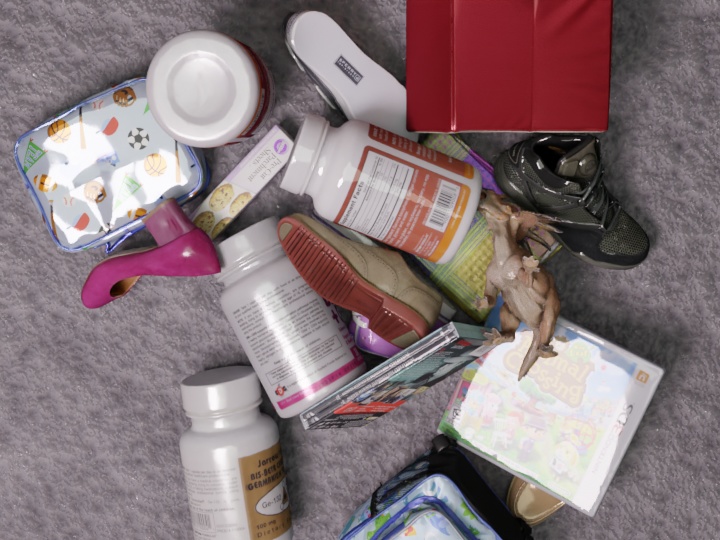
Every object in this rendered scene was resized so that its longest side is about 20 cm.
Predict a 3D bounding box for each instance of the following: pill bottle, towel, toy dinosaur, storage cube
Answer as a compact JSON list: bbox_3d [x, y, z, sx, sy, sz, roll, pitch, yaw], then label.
[{"bbox_3d":[-0.144,0.216,1.230,0.113,0.114,0.203,-8,97,2],"label":"pill bottle"},{"bbox_3d":[0.119,-0.050,1.237,0.200,0.023,0.144,42,97,-3],"label":"towel"},{"bbox_3d":[0.179,0.014,1.165,0.085,0.136,0.202,-8,115,28],"label":"toy dinosaur"},{"bbox_3d":[-0.085,0.050,1.205,0.113,0.113,0.201,-28,90,5],"label":"pill bottle"},{"bbox_3d":[0.020,-0.092,1.158,0.198,0.112,0.113,21,97,-8],"label":"pill bottle"},{"bbox_3d":[-0.149,-0.186,1.136,0.111,0.200,0.114,0,97,2],"label":"pill bottle"},{"bbox_3d":[0.146,-0.232,1.118,0.169,0.200,0.182,-2,99,-13],"label":"storage cube"}]

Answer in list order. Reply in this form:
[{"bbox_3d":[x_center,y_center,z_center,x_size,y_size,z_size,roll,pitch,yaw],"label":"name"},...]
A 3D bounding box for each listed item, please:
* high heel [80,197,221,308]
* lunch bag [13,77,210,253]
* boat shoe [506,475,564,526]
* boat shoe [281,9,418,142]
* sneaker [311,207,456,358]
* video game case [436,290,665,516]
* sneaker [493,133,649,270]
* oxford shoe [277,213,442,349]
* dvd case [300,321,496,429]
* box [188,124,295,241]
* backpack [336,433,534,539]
[{"bbox_3d":[-0.235,0.013,1.199,0.200,0.067,0.097,-40,84,39],"label":"high heel"},{"bbox_3d":[-0.276,-0.112,1.214,0.198,0.076,0.162,-25,99,4],"label":"lunch bag"},{"bbox_3d":[0.241,0.215,1.245,0.071,0.065,0.201,38,96,-3],"label":"boat shoe"},{"bbox_3d":[-0.013,-0.206,1.200,0.200,0.068,0.072,42,89,-25],"label":"boat shoe"},{"bbox_3d":[0.000,0.022,1.225,0.200,0.073,0.114,43,99,-4],"label":"sneaker"},{"bbox_3d":[0.208,0.145,1.209,0.199,0.022,0.184,27,100,17],"label":"video game case"},{"bbox_3d":[0.246,-0.076,1.179,0.199,0.114,0.076,39,68,-6],"label":"sneaker"},{"bbox_3d":[0.000,0.000,1.160,0.200,0.070,0.075,40,55,-5],"label":"oxford shoe"},{"bbox_3d":[0.047,0.117,1.181,0.199,0.146,0.022,-32,72,20],"label":"dvd case"},{"bbox_3d":[-0.148,-0.080,1.231,0.041,0.039,0.200,45,96,-4],"label":"box"},{"bbox_3d":[0.068,0.323,1.212,0.199,0.147,0.183,-39,97,21],"label":"backpack"}]
